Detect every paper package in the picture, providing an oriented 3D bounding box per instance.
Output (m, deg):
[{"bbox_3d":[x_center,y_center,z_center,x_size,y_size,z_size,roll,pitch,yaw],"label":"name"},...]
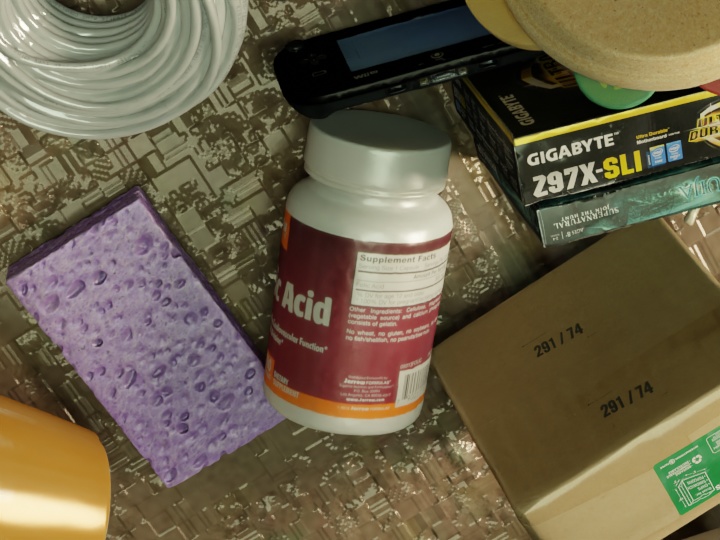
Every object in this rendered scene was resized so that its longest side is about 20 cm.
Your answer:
[{"bbox_3d":[0.174,0.087,1.126,0.200,0.191,0.104,-33,130,4],"label":"paper package"}]

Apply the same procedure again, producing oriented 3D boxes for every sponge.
[{"bbox_3d":[-0.145,0.050,1.155,0.111,0.030,0.200,-33,112,4],"label":"sponge"}]

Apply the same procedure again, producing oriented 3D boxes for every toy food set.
[{"bbox_3d":[0.172,-0.192,0.955,0.198,0.049,0.200,33,85,13],"label":"toy food set"}]

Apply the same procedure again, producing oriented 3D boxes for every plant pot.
[{"bbox_3d":[-0.275,0.156,1.100,0.183,0.200,0.201,12,109,-29],"label":"plant pot"}]

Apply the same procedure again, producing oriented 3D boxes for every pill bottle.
[{"bbox_3d":[0.000,0.000,1.113,0.114,0.114,0.200,4,110,-10],"label":"pill bottle"}]

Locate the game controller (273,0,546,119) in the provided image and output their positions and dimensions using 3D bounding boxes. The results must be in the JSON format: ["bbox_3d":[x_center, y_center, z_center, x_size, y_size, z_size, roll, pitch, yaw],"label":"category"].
[{"bbox_3d":[0.043,-0.147,1.069,0.200,0.104,0.042,-16,110,-3],"label":"game controller"}]

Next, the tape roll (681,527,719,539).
[{"bbox_3d":[0.241,0.307,1.220,0.139,0.203,0.203,-18,112,-2],"label":"tape roll"}]

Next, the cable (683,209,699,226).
[{"bbox_3d":[0.269,-0.126,1.139,0.097,0.050,0.200,12,109,-11],"label":"cable"}]

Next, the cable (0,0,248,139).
[{"bbox_3d":[-0.169,-0.176,1.015,0.200,0.069,0.200,-34,124,27],"label":"cable"}]

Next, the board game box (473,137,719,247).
[{"bbox_3d":[0.157,-0.073,1.062,0.135,0.200,0.028,-15,110,-2],"label":"board game box"}]

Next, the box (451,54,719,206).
[{"bbox_3d":[0.153,-0.113,1.047,0.159,0.200,0.049,-13,114,-3],"label":"box"}]
